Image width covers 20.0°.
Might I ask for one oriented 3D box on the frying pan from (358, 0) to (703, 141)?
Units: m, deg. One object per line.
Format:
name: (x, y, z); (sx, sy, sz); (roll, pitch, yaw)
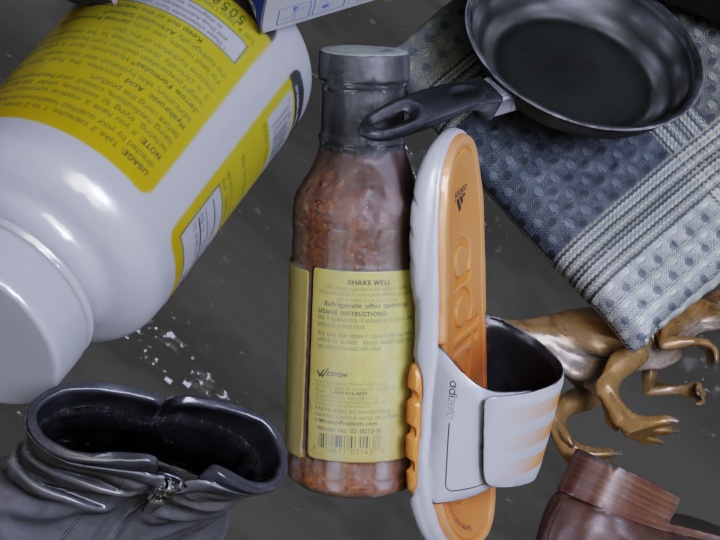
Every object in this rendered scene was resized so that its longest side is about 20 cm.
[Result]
frying pan: (0.085, -0.078, 0.916); (0.115, 0.031, 0.190); (28, 46, 9)

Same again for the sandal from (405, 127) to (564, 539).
sandal: (0.058, 0.040, 0.915); (0.059, 0.079, 0.207); (7, 114, 23)

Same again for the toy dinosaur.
toy dinosaur: (0.104, 0.039, 0.984); (0.200, 0.060, 0.106); (2, 59, -19)

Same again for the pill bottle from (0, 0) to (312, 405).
pill bottle: (-0.110, -0.040, 0.860); (0.111, 0.111, 0.200); (40, 50, -8)

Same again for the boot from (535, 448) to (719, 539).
boot: (0.124, 0.208, 0.967); (0.186, 0.064, 0.200); (29, 85, -19)

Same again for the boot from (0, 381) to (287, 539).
boot: (-0.139, 0.083, 0.821); (0.200, 0.132, 0.070); (0, 62, -18)

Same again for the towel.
towel: (0.142, -0.089, 0.993); (0.200, 0.035, 0.193); (-38, 78, -14)

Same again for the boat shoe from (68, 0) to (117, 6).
boat shoe: (-0.129, -0.146, 0.855); (0.057, 0.200, 0.067); (-33, 114, -22)

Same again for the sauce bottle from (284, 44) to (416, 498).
sauce bottle: (0.000, 0.000, 0.921); (0.066, 0.066, 0.200); (0, 104, -15)

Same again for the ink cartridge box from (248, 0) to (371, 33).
ink cartridge box: (0.035, -0.178, 0.882); (0.200, 0.044, 0.094); (-18, 73, -14)

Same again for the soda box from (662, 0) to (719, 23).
soda box: (0.128, -0.180, 0.961); (0.200, 0.071, 0.063); (22, 55, 3)
